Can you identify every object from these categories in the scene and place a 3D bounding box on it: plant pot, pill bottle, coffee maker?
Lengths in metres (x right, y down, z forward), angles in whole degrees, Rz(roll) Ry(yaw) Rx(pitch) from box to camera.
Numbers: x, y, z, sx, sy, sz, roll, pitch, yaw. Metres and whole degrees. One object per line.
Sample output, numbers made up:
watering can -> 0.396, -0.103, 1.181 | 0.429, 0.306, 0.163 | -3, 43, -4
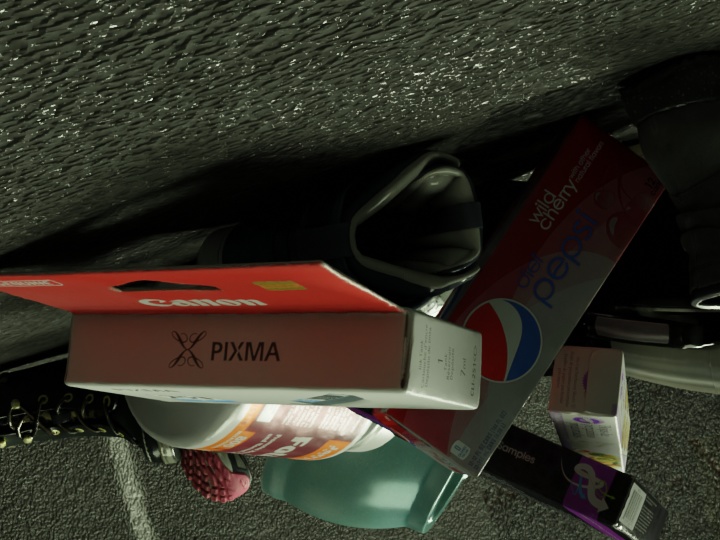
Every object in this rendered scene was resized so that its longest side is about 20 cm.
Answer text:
plant pot -> 0.028, 0.131, 1.122 | 0.201, 0.134, 0.201 | -56, 166, -21
pill bottle -> -0.055, 0.069, 0.924 | 0.114, 0.115, 0.199 | -20, 159, 31
coffee maker -> 0.175, -0.016, 0.887 | 0.199, 0.194, 0.135 | 3, 162, 28

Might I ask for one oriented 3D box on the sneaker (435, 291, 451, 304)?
sneaker -> 0.098, 0.028, 1.097 | 0.198, 0.085, 0.073 | 10, 177, 14

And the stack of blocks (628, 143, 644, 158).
stack of blocks -> 0.258, -0.073, 1.018 | 0.199, 0.059, 0.115 | -16, 175, -17

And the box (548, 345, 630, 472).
box -> 0.144, 0.090, 0.843 | 0.038, 0.042, 0.200 | 4, 163, 14

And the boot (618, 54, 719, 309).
boot -> 0.220, -0.048, 0.738 | 0.199, 0.133, 0.070 | -13, 173, -38

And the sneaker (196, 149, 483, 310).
sneaker -> 0.030, -0.015, 0.758 | 0.146, 0.078, 0.202 | -18, 175, 41

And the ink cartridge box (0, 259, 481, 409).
ink cartridge box -> -0.064, 0.037, 0.669 | 0.199, 0.045, 0.176 | -2, 168, 27

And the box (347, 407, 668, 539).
box -> 0.087, 0.115, 0.859 | 0.199, 0.036, 0.143 | 21, 171, 25

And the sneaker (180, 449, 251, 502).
sneaker -> -0.123, 0.110, 1.153 | 0.074, 0.201, 0.081 | -6, 128, -16

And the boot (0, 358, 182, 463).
boot -> -0.232, 0.119, 1.114 | 0.153, 0.074, 0.204 | -14, -161, -14

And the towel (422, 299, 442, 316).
towel -> 0.096, 0.044, 1.323 | 0.191, 0.035, 0.201 | -15, 139, -18

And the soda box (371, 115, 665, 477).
soda box -> 0.089, 0.015, 0.769 | 0.201, 0.063, 0.070 | -56, -179, -9
